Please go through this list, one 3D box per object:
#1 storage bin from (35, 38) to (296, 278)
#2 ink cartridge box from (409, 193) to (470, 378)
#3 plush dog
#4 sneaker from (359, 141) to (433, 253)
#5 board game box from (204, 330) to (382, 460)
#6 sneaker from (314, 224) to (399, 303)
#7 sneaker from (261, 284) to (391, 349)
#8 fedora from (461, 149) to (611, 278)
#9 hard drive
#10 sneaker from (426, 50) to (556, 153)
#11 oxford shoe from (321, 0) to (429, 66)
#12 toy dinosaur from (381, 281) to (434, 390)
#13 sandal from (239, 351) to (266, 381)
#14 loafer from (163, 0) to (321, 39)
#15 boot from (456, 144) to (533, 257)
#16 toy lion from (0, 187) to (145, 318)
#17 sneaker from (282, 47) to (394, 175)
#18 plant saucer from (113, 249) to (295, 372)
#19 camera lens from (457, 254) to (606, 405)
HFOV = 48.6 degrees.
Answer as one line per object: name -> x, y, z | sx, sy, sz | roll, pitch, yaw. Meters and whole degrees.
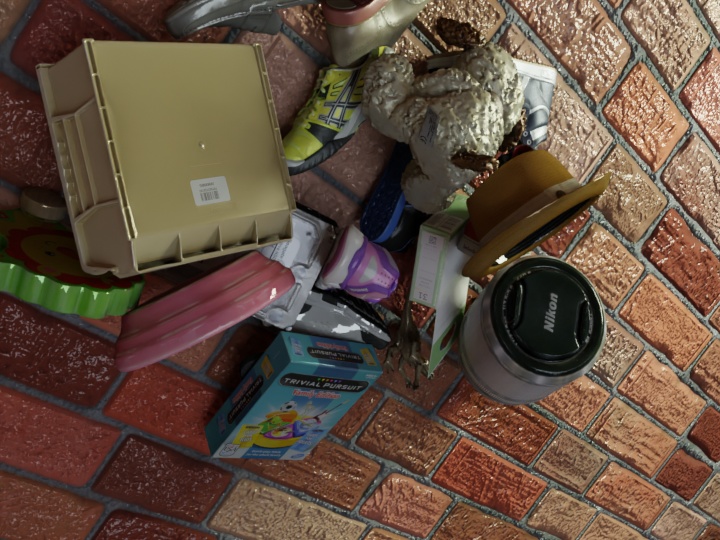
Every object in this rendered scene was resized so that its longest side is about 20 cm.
storage bin -> -0.173, -0.108, 0.756 | 0.198, 0.092, 0.204 | -15, 93, -47
ink cartridge box -> 0.109, 0.018, 1.054 | 0.145, 0.047, 0.205 | -40, 143, -57
plush dog -> 0.117, -0.176, 0.877 | 0.173, 0.158, 0.202 | -52, 129, -24
sneaker -> 0.075, -0.115, 1.007 | 0.077, 0.070, 0.202 | 22, 104, -49
board game box -> -0.087, 0.167, 1.021 | 0.149, 0.048, 0.201 | 12, 130, -40
sneaker -> 0.000, 0.000, 0.940 | 0.087, 0.200, 0.082 | 25, 89, -6
sneaker -> -0.046, 0.061, 1.031 | 0.197, 0.074, 0.081 | 28, 105, -28
fedora -> 0.178, -0.072, 0.875 | 0.198, 0.083, 0.201 | -32, 168, -8
hard drive -> -0.138, -0.031, 0.908 | 0.197, 0.038, 0.142 | 25, 103, -18
sneaker -> 0.163, -0.205, 0.985 | 0.196, 0.070, 0.112 | 0, 97, -32
oxford shoe -> 0.031, -0.290, 0.873 | 0.198, 0.070, 0.076 | -35, 142, -31
toy dinosaur -> 0.064, 0.093, 1.095 | 0.057, 0.102, 0.203 | 2, 131, 15
sandal -> -0.078, 0.114, 1.052 | 0.196, 0.046, 0.076 | -5, 140, -39
loafer -> -0.104, -0.273, 0.815 | 0.197, 0.070, 0.071 | -27, 117, -15
boot -> 0.200, -0.085, 1.028 | 0.199, 0.071, 0.147 | -6, 120, -65
toy lion -> -0.308, -0.013, 0.744 | 0.198, 0.190, 0.070 | 2, 117, -55
sneaker -> -0.036, -0.186, 0.907 | 0.200, 0.075, 0.077 | -44, 117, -12
plant saucer -> -0.162, 0.033, 0.805 | 0.197, 0.200, 0.052 | -27, 97, -14
camera lens -> 0.215, 0.083, 1.037 | 0.157, 0.162, 0.201 | -25, 166, -14
